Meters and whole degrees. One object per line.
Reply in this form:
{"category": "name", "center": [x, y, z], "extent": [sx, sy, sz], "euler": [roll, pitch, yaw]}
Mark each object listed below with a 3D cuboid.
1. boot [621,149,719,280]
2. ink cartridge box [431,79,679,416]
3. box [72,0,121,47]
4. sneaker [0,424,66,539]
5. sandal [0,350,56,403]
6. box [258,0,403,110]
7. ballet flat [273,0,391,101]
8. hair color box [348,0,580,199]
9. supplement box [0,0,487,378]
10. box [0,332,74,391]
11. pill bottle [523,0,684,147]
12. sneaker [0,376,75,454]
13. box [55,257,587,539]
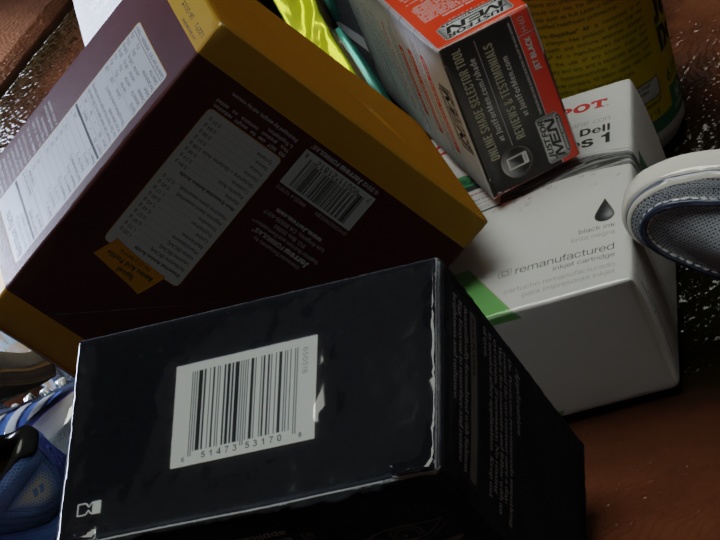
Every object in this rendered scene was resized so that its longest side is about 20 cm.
{"category": "boot", "center": [0.232, -0.004, 1.208], "extent": [0.198, 0.073, 0.091], "euler": [6, 43, 7]}
{"category": "ink cartridge box", "center": [0.102, -0.008, 1.344], "extent": [0.145, 0.085, 0.201], "euler": [-16, 34, 17]}
{"category": "box", "center": [-0.111, -0.121, 1.444], "extent": [0.075, 0.201, 0.100], "euler": [-7, -19, -36]}
{"category": "sneaker", "center": [-0.249, 0.126, 1.309], "extent": [0.199, 0.089, 0.079], "euler": [-17, 37, 14]}
{"category": "sandal", "center": [-0.239, 0.052, 1.307], "extent": [0.080, 0.054, 0.200], "euler": [-21, -6, 21]}
{"category": "box", "center": [0.012, -0.169, 1.551], "extent": [0.200, 0.148, 0.104], "euler": [-37, -3, -14]}
{"category": "ballet flat", "center": [-0.033, -0.139, 1.446], "extent": [0.067, 0.067, 0.201], "euler": [-27, 70, 6]}
{"category": "hair color box", "center": [0.053, -0.129, 1.381], "extent": [0.061, 0.102, 0.200], "euler": [-26, 29, -6]}
{"category": "supplement box", "center": [-0.079, -0.029, 1.282], "extent": [0.200, 0.197, 0.133], "euler": [-49, 29, 11]}
{"category": "box", "center": [-0.188, 0.017, 1.549], "extent": [0.117, 0.060, 0.199], "euler": [-42, 35, -20]}
{"category": "pill bottle", "center": [0.126, -0.168, 1.429], "extent": [0.112, 0.201, 0.113], "euler": [-13, 29, 7]}
{"category": "sneaker", "center": [-0.205, 0.094, 1.431], "extent": [0.200, 0.081, 0.146], "euler": [-40, 40, -6]}
{"category": "box", "center": [-0.012, 0.108, 1.141], "extent": [0.195, 0.200, 0.118], "euler": [-13, 54, 21]}
